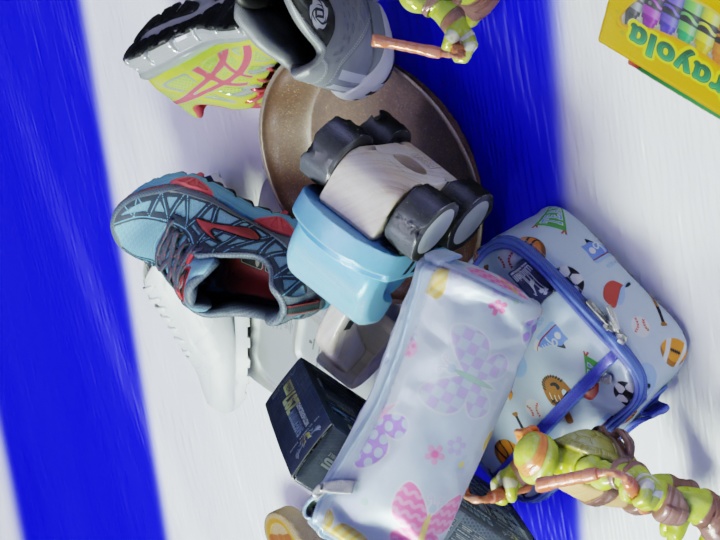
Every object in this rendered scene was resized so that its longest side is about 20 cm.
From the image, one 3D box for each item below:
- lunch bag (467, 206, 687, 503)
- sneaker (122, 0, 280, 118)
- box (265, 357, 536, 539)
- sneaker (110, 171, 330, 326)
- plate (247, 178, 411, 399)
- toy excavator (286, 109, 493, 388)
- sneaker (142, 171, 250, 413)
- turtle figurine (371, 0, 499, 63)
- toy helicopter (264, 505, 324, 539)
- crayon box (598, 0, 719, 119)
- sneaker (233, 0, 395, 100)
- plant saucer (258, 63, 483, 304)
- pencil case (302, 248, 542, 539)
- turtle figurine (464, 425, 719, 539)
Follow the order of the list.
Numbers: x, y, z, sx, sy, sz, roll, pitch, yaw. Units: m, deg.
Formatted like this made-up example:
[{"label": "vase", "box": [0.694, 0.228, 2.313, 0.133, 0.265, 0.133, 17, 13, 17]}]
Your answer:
[{"label": "lunch bag", "box": [0.125, 0.062, 1.345, 0.160, 0.076, 0.200, 49, 141, 11]}, {"label": "sneaker", "box": [-0.079, -0.161, 1.443, 0.200, 0.078, 0.090, -10, 128, 46]}, {"label": "box", "box": [0.032, 0.152, 1.387, 0.200, 0.051, 0.158, 34, -175, -16]}, {"label": "sneaker", "box": [-0.111, -0.013, 1.452, 0.200, 0.096, 0.079, 15, 122, 27]}, {"label": "plate", "box": [-0.022, 0.055, 1.534, 0.200, 0.032, 0.200, 35, 135, 30]}, {"label": "toy excavator", "box": [0.000, 0.000, 1.350, 0.100, 0.194, 0.200, 39, 110, 17]}, {"label": "sneaker", "box": [-0.133, 0.021, 1.579, 0.076, 0.080, 0.200, -140, 41, -66]}, {"label": "turtle figurine", "box": [0.015, -0.196, 1.236, 0.200, 0.161, 0.065, 34, 112, 21]}, {"label": "toy helicopter", "box": [-0.008, 0.243, 1.599, 0.200, 0.079, 0.133, 31, 132, 37]}, {"label": "crayon box", "box": [0.211, -0.165, 1.130, 0.127, 0.051, 0.200, 35, 135, 28]}, {"label": "sneaker", "box": [-0.045, -0.211, 1.298, 0.075, 0.115, 0.200, -26, 75, 33]}, {"label": "plant saucer", "box": [0.014, -0.072, 1.403, 0.200, 0.037, 0.201, 24, 131, 31]}, {"label": "pencil case", "box": [0.039, 0.089, 1.252, 0.091, 0.200, 0.083, 25, -177, -13]}, {"label": "turtle figurine", "box": [0.152, 0.133, 1.272, 0.200, 0.161, 0.065, -13, 59, 60]}]
